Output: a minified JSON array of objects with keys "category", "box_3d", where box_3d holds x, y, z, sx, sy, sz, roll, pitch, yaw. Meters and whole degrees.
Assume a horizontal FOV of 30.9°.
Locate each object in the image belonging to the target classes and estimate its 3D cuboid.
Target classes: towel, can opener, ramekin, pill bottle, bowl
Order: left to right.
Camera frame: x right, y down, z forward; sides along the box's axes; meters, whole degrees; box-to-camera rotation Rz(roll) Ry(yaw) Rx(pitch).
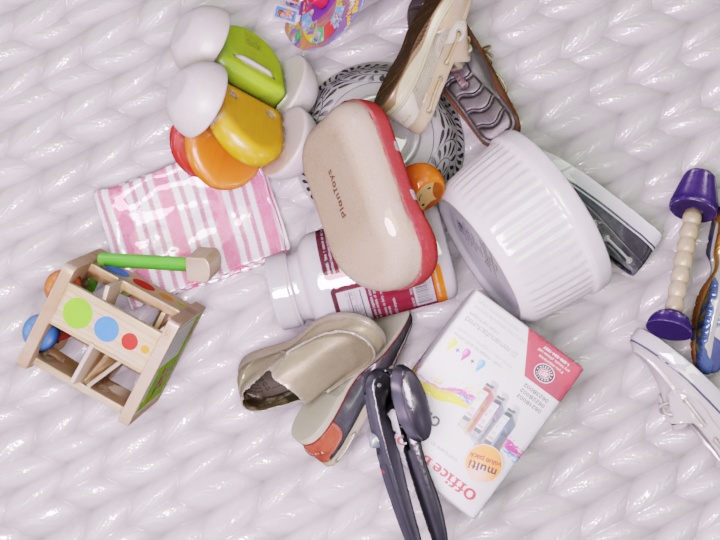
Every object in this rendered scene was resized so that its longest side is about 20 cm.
[{"category":"towel","box_3d":[-0.194,-0.055,1.487,0.199,0.030,0.147,-20,85,-1]},{"category":"pill bottle","box_3d":[0.000,0.000,1.439,0.199,0.113,0.113,-14,86,2]},{"category":"bowl","box_3d":[0.022,-0.146,1.462,0.200,0.094,0.202,0,85,-1]},{"category":"can opener","box_3d":[0.044,0.193,1.312,0.063,0.079,0.201,-10,96,-6]},{"category":"ramekin","box_3d":[0.169,-0.039,1.398,0.105,0.200,0.201,-34,86,-6]}]

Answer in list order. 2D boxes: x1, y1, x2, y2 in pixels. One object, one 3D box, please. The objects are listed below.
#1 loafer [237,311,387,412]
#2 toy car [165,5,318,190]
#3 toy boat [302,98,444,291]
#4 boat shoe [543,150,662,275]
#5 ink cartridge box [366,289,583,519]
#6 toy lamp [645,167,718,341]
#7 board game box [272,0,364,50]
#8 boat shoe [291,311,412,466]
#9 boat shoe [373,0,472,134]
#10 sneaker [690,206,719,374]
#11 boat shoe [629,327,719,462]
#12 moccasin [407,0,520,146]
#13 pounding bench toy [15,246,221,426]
[{"category":"loafer","box_3d":[-0.055,0.108,1.413,0.200,0.068,0.076,-26,124,33]},{"category":"toy car","box_3d":[-0.146,-0.175,1.429,0.175,0.150,0.201,25,44,-31]},{"category":"toy boat","box_3d":[0.032,-0.079,1.348,0.130,0.130,0.201,-11,77,-32]},{"category":"boat shoe","box_3d":[0.243,-0.068,1.472,0.200,0.072,0.068,35,85,-5]},{"category":"ink cartridge box","box_3d":[0.119,0.144,1.414,0.145,0.145,0.200,36,88,3]},{"category":"toy lamp","box_3d":[0.361,-0.022,1.451,0.058,0.058,0.201,19,67,1]},{"category":"board game box","box_3d":[-0.045,-0.343,1.423,0.039,0.158,0.201,14,83,-34]},{"category":"boat shoe","box_3d":[0.000,0.125,1.458,0.063,0.071,0.200,46,70,-33]},{"category":"boat shoe","box_3d":[0.085,-0.241,1.414,0.065,0.072,0.201,32,72,-17]},{"category":"sneaker","box_3d":[0.428,0.024,1.458,0.088,0.075,0.201,14,86,0]},{"category":"boat shoe","box_3d":[0.367,0.151,1.455,0.200,0.072,0.066,45,90,-1]},{"category":"moccasin","box_3d":[0.120,-0.230,1.481,0.074,0.078,0.202,-39,81,13]},{"category":"pounding bench toy","box_3d":[-0.259,0.033,1.412,0.156,0.124,0.201,29,100,2]}]
